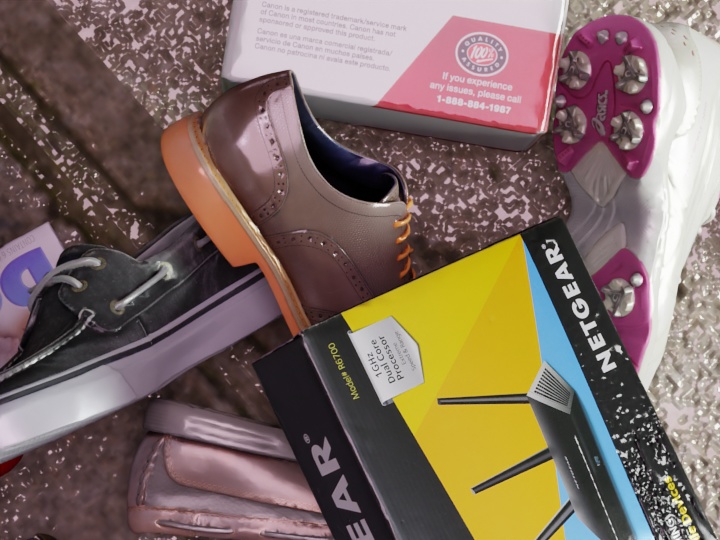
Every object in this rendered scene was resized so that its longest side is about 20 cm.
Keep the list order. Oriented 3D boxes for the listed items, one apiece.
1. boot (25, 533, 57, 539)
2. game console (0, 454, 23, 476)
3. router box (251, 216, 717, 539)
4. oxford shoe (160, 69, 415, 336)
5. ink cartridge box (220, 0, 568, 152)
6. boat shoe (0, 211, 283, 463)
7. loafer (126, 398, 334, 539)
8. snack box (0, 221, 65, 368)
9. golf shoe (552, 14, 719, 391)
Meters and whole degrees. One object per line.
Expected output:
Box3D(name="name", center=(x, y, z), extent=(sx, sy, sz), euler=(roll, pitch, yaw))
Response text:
Box3D(name="boot", center=(-0.186, 0.203, 1.291), extent=(0.200, 0.075, 0.097), euler=(-32, 67, 0))
Box3D(name="game console", center=(-0.270, 0.031, 1.260), extent=(0.200, 0.119, 0.172), euler=(-24, 125, -4))
Box3D(name="router box", center=(0.063, 0.096, 1.228), extent=(0.149, 0.051, 0.200), euler=(-24, 86, -34))
Box3D(name="oxford shoe", center=(0.000, 0.000, 1.272), extent=(0.073, 0.071, 0.200), euler=(-32, 116, 17))
Box3D(name="ink cartridge box", center=(0.024, -0.165, 1.305), extent=(0.144, 0.084, 0.200), euler=(10, 86, -2))
Box3D(name="boat shoe", center=(-0.113, 0.023, 1.255), extent=(0.200, 0.072, 0.071), euler=(-31, 95, -48))
Box3D(name="loafer", center=(-0.005, 0.111, 1.293), extent=(0.200, 0.072, 0.063), euler=(16, 85, -1))
Box3D(name="snack box", center=(-0.208, 0.059, 1.307), extent=(0.200, 0.024, 0.072), euler=(-30, 88, -4))
Box3D(name="golf shoe", center=(0.127, -0.015, 1.308), extent=(0.091, 0.075, 0.200), euler=(-7, 112, -45))
